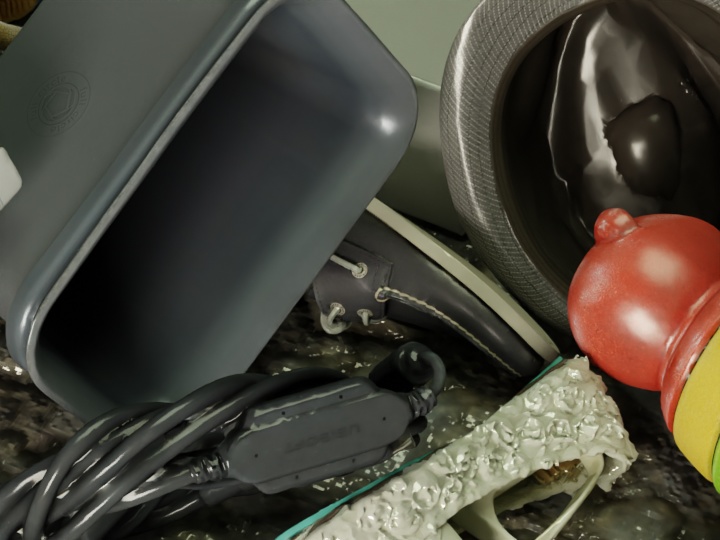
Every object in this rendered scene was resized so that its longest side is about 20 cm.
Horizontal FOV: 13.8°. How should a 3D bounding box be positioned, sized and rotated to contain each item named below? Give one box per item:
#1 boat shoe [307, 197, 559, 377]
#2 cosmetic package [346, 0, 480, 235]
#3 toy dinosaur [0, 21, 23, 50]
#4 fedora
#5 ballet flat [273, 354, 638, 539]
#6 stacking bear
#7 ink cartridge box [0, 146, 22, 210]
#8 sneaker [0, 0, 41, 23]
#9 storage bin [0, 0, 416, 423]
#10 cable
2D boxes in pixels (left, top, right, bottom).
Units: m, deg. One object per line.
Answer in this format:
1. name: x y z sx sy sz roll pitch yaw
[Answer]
1. boat shoe: 0.000 0.000 1.348 0.200 0.073 0.063 35 90 21
2. cosmetic package: -0.012 -0.106 1.434 0.200 0.090 0.107 25 43 15
3. toy dinosaur: -0.202 -0.118 1.397 0.058 0.101 0.200 -30 48 -29
4. fedora: 0.127 -0.063 1.347 0.177 0.200 0.090 -25 14 9
5. ballet flat: 0.042 0.098 1.221 0.200 0.072 0.072 -30 53 -36
6. stacking bear: 0.176 0.046 1.255 0.200 0.122 0.114 34 53 25
7. ink cartridge box: -0.274 -0.019 1.207 0.200 0.043 0.198 33 72 27
8. sneaker: -0.226 -0.195 1.508 0.200 0.075 0.088 29 44 22
9. storage bin: -0.092 -0.041 1.275 0.134 0.146 0.200 32 83 39
10. cable: -0.068 0.075 1.167 0.200 0.163 0.051 -18 86 -19
